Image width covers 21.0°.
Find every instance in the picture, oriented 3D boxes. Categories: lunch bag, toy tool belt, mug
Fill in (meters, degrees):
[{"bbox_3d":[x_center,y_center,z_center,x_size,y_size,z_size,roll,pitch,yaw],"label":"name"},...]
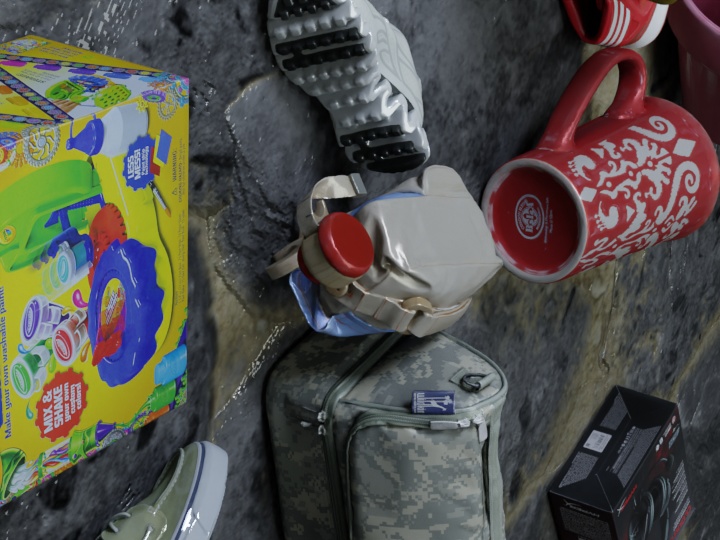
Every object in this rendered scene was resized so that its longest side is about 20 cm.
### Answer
[{"bbox_3d":[0.035,0.140,1.456,0.139,0.168,0.200,-40,137,-43],"label":"lunch bag"},{"bbox_3d":[0.000,0.000,1.376,0.200,0.123,0.125,-9,73,-52],"label":"toy tool belt"},{"bbox_3d":[0.193,-0.084,1.674,0.200,0.133,0.178,-23,87,-47],"label":"mug"}]

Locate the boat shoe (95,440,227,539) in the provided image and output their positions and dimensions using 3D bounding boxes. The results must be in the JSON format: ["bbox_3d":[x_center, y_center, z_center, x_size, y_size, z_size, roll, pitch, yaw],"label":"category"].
[{"bbox_3d":[-0.147,0.191,1.287,0.072,0.062,0.200,-39,-156,53],"label":"boat shoe"}]

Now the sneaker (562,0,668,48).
[{"bbox_3d":[0.231,-0.282,1.654,0.115,0.078,0.200,-18,119,-56],"label":"sneaker"}]

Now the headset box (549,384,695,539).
[{"bbox_3d":[0.272,0.241,1.992,0.149,0.077,0.200,-52,143,-31],"label":"headset box"}]

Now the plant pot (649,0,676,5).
[{"bbox_3d":[0.201,-0.319,1.487,0.200,0.200,0.176,-61,159,-19],"label":"plant pot"}]

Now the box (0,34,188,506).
[{"bbox_3d":[-0.198,0.000,1.048,0.193,0.122,0.200,-29,129,-49],"label":"box"}]

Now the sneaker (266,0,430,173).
[{"bbox_3d":[-0.006,-0.153,1.349,0.200,0.075,0.081,58,35,-50],"label":"sneaker"}]

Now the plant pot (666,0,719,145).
[{"bbox_3d":[0.381,-0.215,1.842,0.200,0.200,0.179,-52,160,-31],"label":"plant pot"}]
